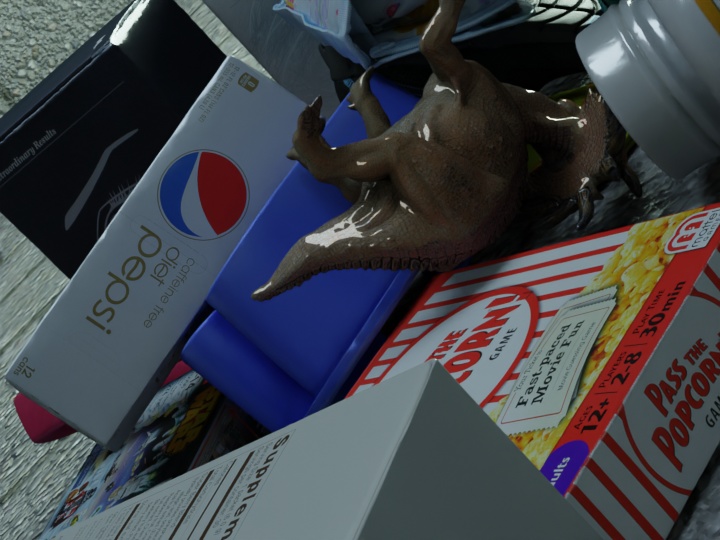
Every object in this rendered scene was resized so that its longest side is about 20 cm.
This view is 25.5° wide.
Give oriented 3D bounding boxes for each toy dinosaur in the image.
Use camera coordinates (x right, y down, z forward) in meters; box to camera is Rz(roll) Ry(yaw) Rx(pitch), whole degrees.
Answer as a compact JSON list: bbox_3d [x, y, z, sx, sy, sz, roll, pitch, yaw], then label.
[{"bbox_3d":[0.046,-0.042,0.706,0.200,0.135,0.086,-47,-1,-28],"label":"toy dinosaur"}]

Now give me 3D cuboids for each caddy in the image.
[{"bbox_3d":[0.000,0.000,0.798,0.200,0.105,0.141,-55,-3,-32],"label":"caddy"}]

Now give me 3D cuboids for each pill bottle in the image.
[{"bbox_3d":[0.190,-0.126,0.656,0.200,0.109,0.109,-37,19,20],"label":"pill bottle"}]

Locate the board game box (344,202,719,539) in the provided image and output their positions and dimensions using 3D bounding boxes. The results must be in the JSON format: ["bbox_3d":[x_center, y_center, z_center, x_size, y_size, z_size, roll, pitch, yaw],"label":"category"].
[{"bbox_3d":[0.061,0.056,0.625,0.200,0.046,0.152,-16,32,56],"label":"board game box"}]

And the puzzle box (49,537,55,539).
[{"bbox_3d":[-0.161,0.196,0.741,0.200,0.025,0.134,-30,44,36],"label":"puzzle box"}]

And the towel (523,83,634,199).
[{"bbox_3d":[0.092,-0.070,0.888,0.086,0.018,0.200,-50,19,-22],"label":"towel"}]

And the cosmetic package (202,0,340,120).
[{"bbox_3d":[0.024,-0.192,1.013,0.199,0.200,0.123,-40,20,12],"label":"cosmetic package"}]

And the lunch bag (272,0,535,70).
[{"bbox_3d":[0.043,-0.198,0.849,0.200,0.127,0.170,-49,21,1],"label":"lunch bag"}]

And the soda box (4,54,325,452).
[{"bbox_3d":[-0.097,-0.007,0.818,0.200,0.064,0.068,-57,-2,-10],"label":"soda box"}]

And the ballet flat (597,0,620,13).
[{"bbox_3d":[0.125,-0.149,0.730,0.070,0.200,0.068,-30,63,20],"label":"ballet flat"}]

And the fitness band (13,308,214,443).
[{"bbox_3d":[-0.113,0.048,0.933,0.200,0.038,0.144,-30,-4,29],"label":"fitness band"}]

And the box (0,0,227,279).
[{"bbox_3d":[-0.125,-0.055,1.021,0.148,0.200,0.104,-34,19,27],"label":"box"}]

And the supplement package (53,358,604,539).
[{"bbox_3d":[-0.025,0.136,0.506,0.200,0.121,0.120,-28,23,39],"label":"supplement package"}]

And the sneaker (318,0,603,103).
[{"bbox_3d":[0.071,-0.113,0.907,0.199,0.082,0.073,-1,24,40],"label":"sneaker"}]

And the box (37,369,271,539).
[{"bbox_3d":[-0.120,0.131,0.854,0.137,0.040,0.200,-29,22,35],"label":"box"}]
